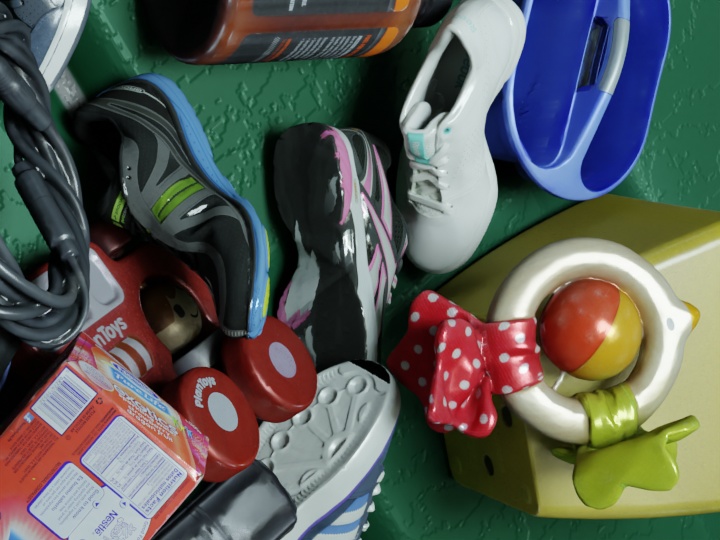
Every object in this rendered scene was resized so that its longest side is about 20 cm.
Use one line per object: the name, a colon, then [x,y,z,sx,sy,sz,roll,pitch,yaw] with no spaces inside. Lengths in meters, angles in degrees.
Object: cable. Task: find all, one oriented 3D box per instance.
cable: [-0.197,-0.054,1.240,0.163,0.050,0.201,-43,116,-79]

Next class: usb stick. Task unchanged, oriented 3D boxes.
usb stick: [-0.117,0.188,1.342,0.200,0.033,0.056,-41,97,-28]

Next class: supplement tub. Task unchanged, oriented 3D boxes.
supplement tub: [-0.033,-0.187,1.441,0.199,0.107,0.108,-6,96,-38]

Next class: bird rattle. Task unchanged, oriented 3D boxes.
bird rattle: [0.127,0.056,1.436,0.199,0.113,0.164,31,82,0]

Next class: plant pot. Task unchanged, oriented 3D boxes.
plant pot: [0.156,0.071,1.562,0.175,0.200,0.202,-15,102,-23]

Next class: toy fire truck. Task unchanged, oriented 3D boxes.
toy fire truck: [-0.130,0.051,1.364,0.168,0.112,0.200,56,31,-5]

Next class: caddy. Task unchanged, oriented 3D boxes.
caddy: [0.147,-0.149,1.587,0.141,0.105,0.201,20,79,-39]

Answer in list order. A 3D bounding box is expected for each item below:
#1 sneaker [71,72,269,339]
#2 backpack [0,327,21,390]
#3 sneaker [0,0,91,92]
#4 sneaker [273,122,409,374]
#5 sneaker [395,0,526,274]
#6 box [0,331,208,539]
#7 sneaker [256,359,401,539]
sneaker: [-0.114,-0.032,1.363,0.082,0.200,0.071,-20,150,-24]
backpack: [-0.290,0.046,1.220,0.190,0.154,0.201,-40,123,-23]
sneaker: [-0.222,-0.206,1.312,0.145,0.077,0.204,13,92,-30]
sneaker: [0.000,0.000,1.500,0.086,0.080,0.202,-11,105,-48]
sneaker: [0.051,-0.085,1.497,0.088,0.075,0.201,-36,140,-58]
box: [-0.182,0.144,1.236,0.100,0.095,0.200,40,96,-6]
sneaker: [-0.022,0.168,1.470,0.201,0.080,0.147,-54,142,-10]
